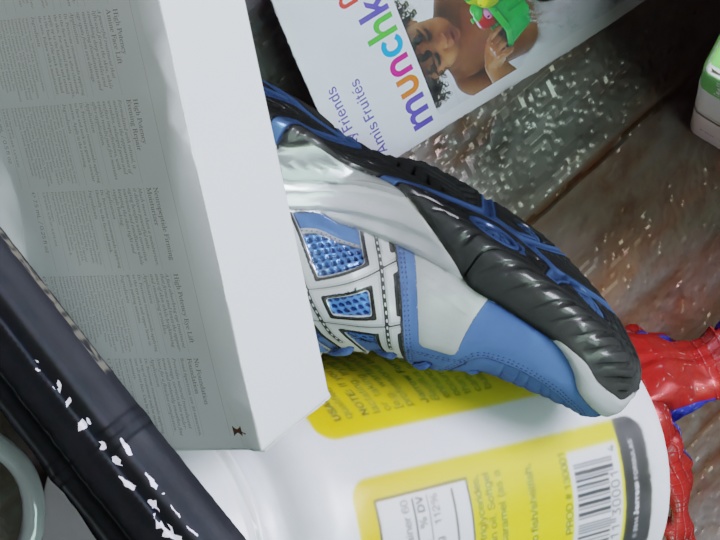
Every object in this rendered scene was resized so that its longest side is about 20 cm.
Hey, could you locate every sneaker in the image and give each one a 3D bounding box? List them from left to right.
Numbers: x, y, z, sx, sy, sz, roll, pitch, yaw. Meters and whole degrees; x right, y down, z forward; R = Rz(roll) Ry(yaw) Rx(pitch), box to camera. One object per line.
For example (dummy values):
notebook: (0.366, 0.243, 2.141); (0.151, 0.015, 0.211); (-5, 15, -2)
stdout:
sneaker: (0.000, 0.000, 0.857); (0.200, 0.076, 0.077); (28, 101, 0)

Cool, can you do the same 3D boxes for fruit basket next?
fruit basket: (0.051, -0.149, 0.866); (0.200, 0.094, 0.185); (-35, 124, -19)

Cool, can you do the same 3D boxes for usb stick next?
usb stick: (-0.103, 0.019, 0.768); (0.033, 0.055, 0.200); (-38, 89, 10)

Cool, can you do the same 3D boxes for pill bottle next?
pill bottle: (-0.001, 0.082, 0.893); (0.200, 0.114, 0.114); (-10, 112, -34)

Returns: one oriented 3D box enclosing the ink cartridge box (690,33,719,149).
ink cartridge box: (0.186, -0.105, 0.919); (0.146, 0.084, 0.200); (-63, 174, 0)

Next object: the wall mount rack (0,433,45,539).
wall mount rack: (-0.198, 0.066, 0.767); (0.200, 0.075, 0.174); (38, 78, -39)

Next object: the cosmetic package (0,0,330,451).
cosmetic package: (-0.072, -0.045, 0.787); (0.051, 0.082, 0.200); (-34, 117, -54)

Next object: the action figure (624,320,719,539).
action figure: (0.164, 0.044, 1.025); (0.200, 0.065, 0.099); (-20, 138, -2)
